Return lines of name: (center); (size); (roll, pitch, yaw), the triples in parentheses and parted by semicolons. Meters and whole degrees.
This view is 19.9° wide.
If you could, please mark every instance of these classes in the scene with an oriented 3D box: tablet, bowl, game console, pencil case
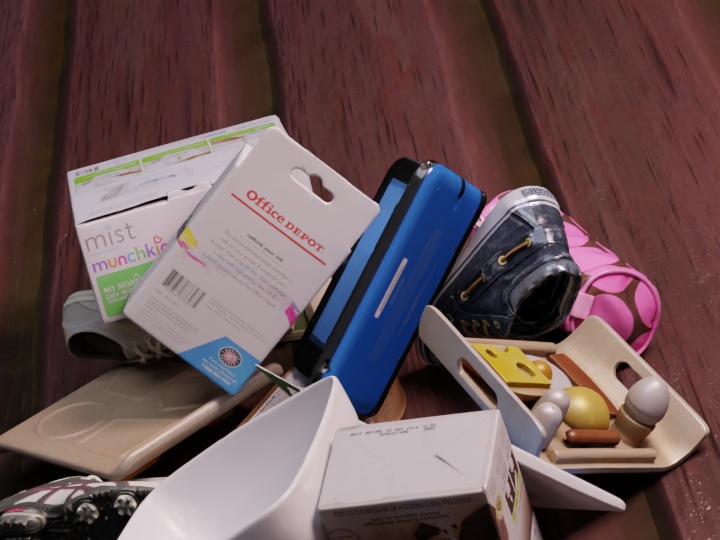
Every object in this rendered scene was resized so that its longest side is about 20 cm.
tablet: (0.095, 0.138, 1.423); (0.014, 0.130, 0.200); (-65, 10, -10)
bowl: (-0.082, 0.178, 1.376); (0.200, 0.075, 0.200); (-32, 14, 23)
game console: (0.000, 0.000, 1.611); (0.118, 0.171, 0.201); (27, 91, 25)
pencil case: (0.162, 0.002, 1.688); (0.091, 0.093, 0.200); (-58, 32, 5)

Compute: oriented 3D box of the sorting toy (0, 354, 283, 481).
sorting toy: (-0.186, 0.122, 1.723); (0.199, 0.037, 0.185); (2, 26, 47)

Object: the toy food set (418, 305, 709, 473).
toy food set: (0.149, 0.077, 1.486); (0.199, 0.061, 0.144); (6, 33, -47)

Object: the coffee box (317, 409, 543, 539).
coffee box: (0.059, 0.195, 1.337); (0.112, 0.201, 0.080); (-9, 36, 18)

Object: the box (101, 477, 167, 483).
box: (-0.199, 0.238, 1.578); (0.109, 0.035, 0.200); (-6, 34, 21)

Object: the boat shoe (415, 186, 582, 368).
boat shoe: (0.105, 0.032, 1.624); (0.070, 0.201, 0.091); (6, 46, -26)

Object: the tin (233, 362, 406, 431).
tin: (-0.042, 0.133, 1.655); (0.111, 0.042, 0.200); (10, 41, 33)

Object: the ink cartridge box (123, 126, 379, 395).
ink cartridge box: (-0.084, -0.016, 1.638); (0.200, 0.115, 0.068); (-50, 9, 16)

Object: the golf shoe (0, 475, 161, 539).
golf shoe: (-0.200, 0.183, 1.562); (0.199, 0.078, 0.088); (-8, 26, 17)

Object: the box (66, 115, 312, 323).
box: (-0.144, -0.050, 1.769); (0.199, 0.097, 0.177); (-16, 20, -6)

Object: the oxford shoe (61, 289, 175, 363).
oxford shoe: (-0.170, 0.051, 1.775); (0.199, 0.075, 0.058); (-3, 56, 20)

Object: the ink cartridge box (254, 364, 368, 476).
ink cartridge box: (0.003, 0.148, 1.487); (0.199, 0.104, 0.059); (26, 80, 32)

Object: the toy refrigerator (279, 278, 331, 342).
toy refrigerator: (-0.130, 0.025, 1.833); (0.199, 0.076, 0.070); (-8, 33, 18)
